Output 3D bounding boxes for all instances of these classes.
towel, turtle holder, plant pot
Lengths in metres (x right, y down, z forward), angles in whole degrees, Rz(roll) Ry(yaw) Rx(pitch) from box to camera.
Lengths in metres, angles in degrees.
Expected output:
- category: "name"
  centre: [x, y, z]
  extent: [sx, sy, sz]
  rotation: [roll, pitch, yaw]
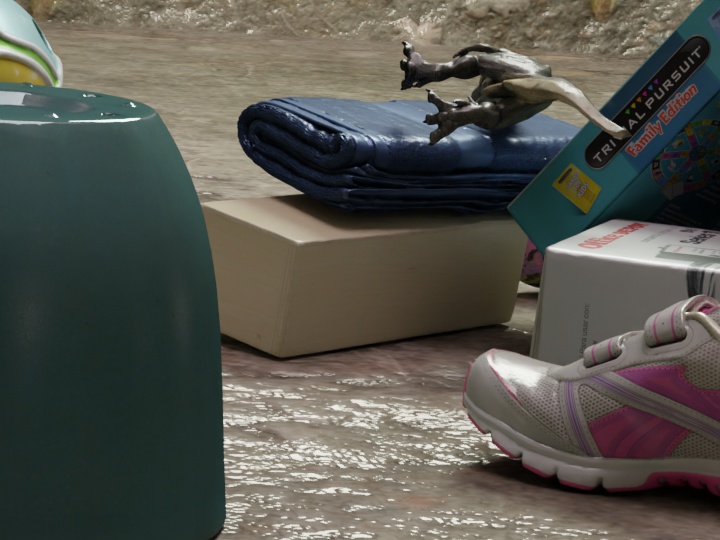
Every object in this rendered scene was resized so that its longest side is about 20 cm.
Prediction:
- category: "towel"
  centre: [0.036, -0.062, 1.477]
  extent: [0.199, 0.049, 0.111]
  rotation: [-2, 19, -39]
- category: "turtle holder"
  centre: [-0.283, -0.141, 1.923]
  extent: [0.131, 0.142, 0.185]
  rotation: [19, -5, -21]
- category: "plant pot"
  centre: [-0.145, 0.012, 1.030]
  extent: [0.199, 0.162, 0.201]
  rotation: [5, 10, -1]

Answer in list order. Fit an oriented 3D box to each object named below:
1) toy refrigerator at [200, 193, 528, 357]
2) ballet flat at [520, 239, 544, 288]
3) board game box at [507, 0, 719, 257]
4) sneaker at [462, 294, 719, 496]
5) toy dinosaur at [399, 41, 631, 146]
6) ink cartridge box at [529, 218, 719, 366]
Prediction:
- category: "toy refrigerator"
  centre: [0.000, 0.000, 1.449]
  extent: [0.076, 0.070, 0.199]
  rotation: [21, 18, 36]
- category: "ballet flat"
  centre: [0.184, -0.009, 1.623]
  extent: [0.199, 0.069, 0.071]
  rotation: [0, 30, -27]
- category: "board game box"
  centre: [0.194, -0.074, 1.438]
  extent: [0.151, 0.200, 0.047]
  rotation: [18, 29, -55]
- category: "sneaker"
  centre: [0.140, 0.051, 1.155]
  extent: [0.199, 0.089, 0.081]
  rotation: [9, 10, 23]
- category: "toy dinosaur"
  centre: [0.071, -0.095, 1.415]
  extent: [0.088, 0.048, 0.200]
  rotation: [-2, 12, -13]
- category: "ink cartridge box"
  centre: [0.196, 0.032, 1.307]
  extent: [0.199, 0.084, 0.147]
  rotation: [7, 9, 18]
